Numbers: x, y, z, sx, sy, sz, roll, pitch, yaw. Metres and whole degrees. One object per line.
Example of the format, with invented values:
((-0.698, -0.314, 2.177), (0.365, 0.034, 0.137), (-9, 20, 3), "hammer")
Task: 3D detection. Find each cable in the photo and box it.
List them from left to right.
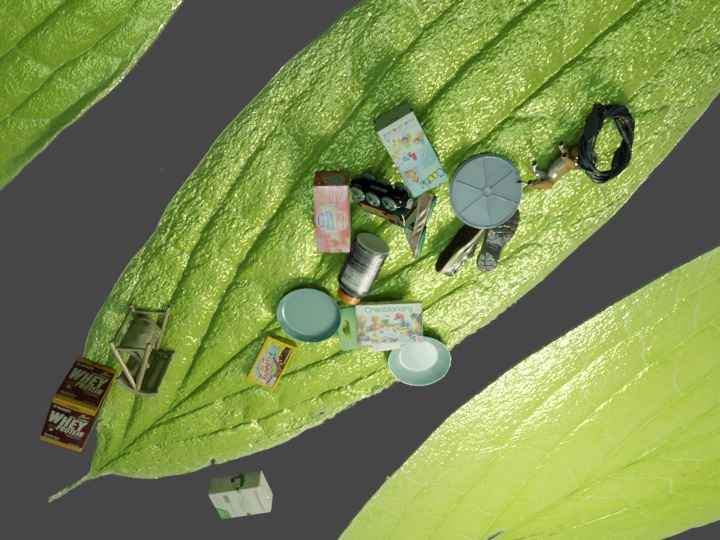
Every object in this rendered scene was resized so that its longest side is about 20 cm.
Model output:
((0.625, -0.318, 1.564), (0.162, 0.051, 0.201), (6, 94, -28), "cable")

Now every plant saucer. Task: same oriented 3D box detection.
((-0.156, 0.135, 1.892), (0.199, 0.027, 0.201), (2, 120, 4), "plant saucer")
((0.188, 0.282, 1.977), (0.200, 0.039, 0.202), (0, 121, 0), "plant saucer")

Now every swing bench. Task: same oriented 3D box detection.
((-0.656, 0.240, 1.867), (0.129, 0.199, 0.201), (4, 121, -1), "swing bench")

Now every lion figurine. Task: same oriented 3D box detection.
((0.521, -0.264, 1.623), (0.200, 0.073, 0.122), (-31, 145, 30), "lion figurine")

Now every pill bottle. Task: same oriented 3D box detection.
((0.000, 0.000, 1.767), (0.106, 0.106, 0.201), (20, 120, -11), "pill bottle")

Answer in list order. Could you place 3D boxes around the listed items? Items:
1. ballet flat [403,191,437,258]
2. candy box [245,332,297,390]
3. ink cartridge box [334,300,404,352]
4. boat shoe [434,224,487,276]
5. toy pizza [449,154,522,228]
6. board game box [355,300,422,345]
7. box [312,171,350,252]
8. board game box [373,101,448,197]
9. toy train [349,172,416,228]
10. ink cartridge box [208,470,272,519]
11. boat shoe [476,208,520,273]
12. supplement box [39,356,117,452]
((0.159, -0.131, 1.719), (0.067, 0.068, 0.201), (20, 116, 11), "ballet flat")
((-0.290, 0.298, 1.999), (0.102, 0.026, 0.201), (24, 119, -10), "candy box")
((0.027, 0.177, 1.891), (0.199, 0.048, 0.146), (-9, 106, 4), "ink cartridge box")
((0.294, -0.064, 1.752), (0.065, 0.073, 0.200), (26, 120, -30), "boat shoe")
((0.336, -0.213, 1.660), (0.199, 0.032, 0.201), (-1, 107, -2), "toy pizza")
((0.086, 0.156, 1.839), (0.199, 0.035, 0.127), (-3, 105, 2), "board game box")
((-0.075, -0.158, 1.673), (0.094, 0.103, 0.201), (-1, 122, 1), "box")
((0.129, -0.309, 1.575), (0.105, 0.103, 0.200), (-28, 117, 11), "board game box")
((0.059, -0.183, 1.623), (0.199, 0.085, 0.114), (22, 151, 34), "toy train")
((-0.442, 0.836, 2.295), (0.199, 0.084, 0.147), (-11, 121, 7), "ink cartridge box")
((0.378, -0.091, 1.729), (0.074, 0.073, 0.201), (28, 98, -2), "boat shoe")
((-0.906, 0.429, 1.986), (0.132, 0.198, 0.201), (23, 118, -13), "supplement box")
